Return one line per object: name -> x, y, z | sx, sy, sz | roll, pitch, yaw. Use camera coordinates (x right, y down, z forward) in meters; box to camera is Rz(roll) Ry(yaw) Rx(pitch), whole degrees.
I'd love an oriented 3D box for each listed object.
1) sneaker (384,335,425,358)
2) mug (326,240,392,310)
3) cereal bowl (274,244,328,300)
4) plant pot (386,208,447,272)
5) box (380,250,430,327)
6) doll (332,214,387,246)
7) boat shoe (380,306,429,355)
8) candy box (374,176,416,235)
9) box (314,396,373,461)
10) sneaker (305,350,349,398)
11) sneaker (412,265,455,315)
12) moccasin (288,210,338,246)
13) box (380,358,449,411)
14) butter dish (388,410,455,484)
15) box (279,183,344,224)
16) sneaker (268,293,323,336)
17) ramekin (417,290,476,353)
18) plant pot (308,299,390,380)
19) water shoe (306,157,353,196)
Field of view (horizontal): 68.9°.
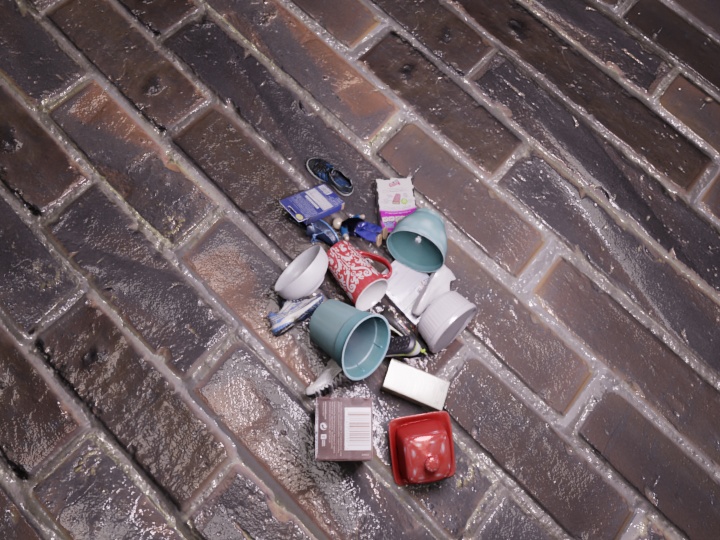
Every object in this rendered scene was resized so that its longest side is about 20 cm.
sneaker -> 0.117, 0.247, 1.620 | 0.082, 0.197, 0.073 | 34, 67, -31
mug -> -0.006, 0.009, 1.695 | 0.175, 0.135, 0.200 | -9, 48, -46
cereal bowl -> -0.175, 0.019, 1.658 | 0.084, 0.199, 0.201 | 47, 72, -20
plant pot -> 0.198, -0.111, 1.686 | 0.196, 0.202, 0.136 | 26, 61, 4
box -> 0.162, 0.060, 1.741 | 0.155, 0.041, 0.200 | -42, 81, -17
doll -> -0.012, -0.138, 1.752 | 0.196, 0.049, 0.137 | 20, 49, 26
boat shoe -> 0.145, 0.194, 1.677 | 0.200, 0.074, 0.064 | 38, 80, 12
candy box -> 0.124, -0.216, 1.817 | 0.132, 0.061, 0.206 | -4, 73, -6
box -> -0.051, 0.458, 1.506 | 0.159, 0.201, 0.171 | 1, 71, -5
sneaker -> -0.090, 0.323, 1.622 | 0.196, 0.076, 0.082 | -28, 67, -20
sneaker -> 0.244, 0.075, 1.690 | 0.088, 0.075, 0.202 | 38, 69, -5
moccasin -> -0.161, -0.136, 1.762 | 0.198, 0.082, 0.068 | 35, 57, 20
box -> 0.168, 0.357, 1.624 | 0.195, 0.078, 0.097 | 23, 71, 3
butter dish -> 0.191, 0.533, 1.514 | 0.193, 0.148, 0.207 | -7, 93, -7
box -> -0.164, -0.220, 1.759 | 0.197, 0.033, 0.121 | -26, 58, -35
sneaker -> -0.209, 0.119, 1.672 | 0.197, 0.077, 0.086 | -32, 73, -15
ramekin -> 0.265, 0.154, 1.644 | 0.201, 0.204, 0.094 | -37, 65, -16
plant pot -> -0.044, 0.191, 1.579 | 0.194, 0.202, 0.201 | 26, 67, 41
water shoe -> -0.103, -0.343, 1.828 | 0.197, 0.079, 0.072 | 34, 72, 7
